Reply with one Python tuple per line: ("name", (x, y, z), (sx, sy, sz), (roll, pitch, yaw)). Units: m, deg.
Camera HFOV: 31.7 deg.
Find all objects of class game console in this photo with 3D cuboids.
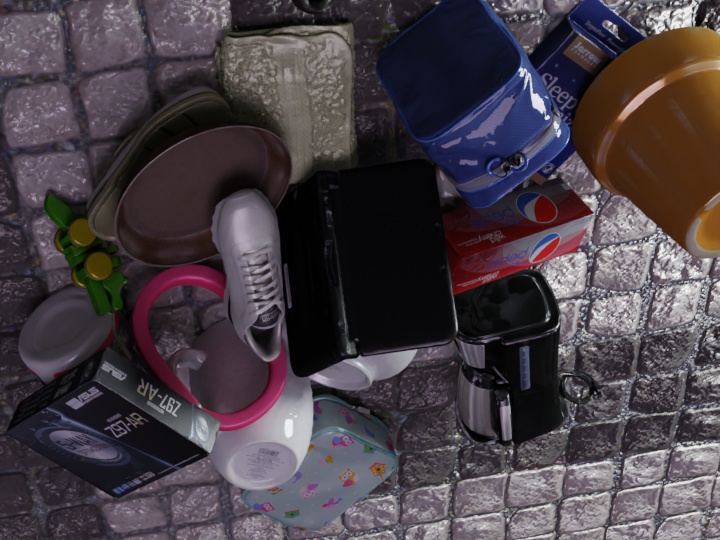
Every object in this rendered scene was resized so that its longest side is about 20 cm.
("game console", (0.000, 0.000, 1.360), (0.115, 0.203, 0.176), (1, 163, -30))

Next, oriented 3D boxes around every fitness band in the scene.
("fitness band", (-0.172, 0.085, 1.436), (0.143, 0.200, 0.037), (-37, 172, -21))

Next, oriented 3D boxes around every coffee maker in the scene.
("coffee maker", (0.203, 0.101, 1.593), (0.191, 0.135, 0.201), (-28, 138, -20))

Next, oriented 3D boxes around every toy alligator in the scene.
("toy alligator", (-0.279, 0.002, 1.383), (0.054, 0.202, 0.059), (-29, -176, -32))

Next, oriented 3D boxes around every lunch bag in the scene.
("lunch bag", (-0.060, 0.252, 1.683), (0.160, 0.078, 0.200), (32, 118, -33))
("lunch bag", (0.119, -0.162, 1.270), (0.135, 0.201, 0.132), (-35, 133, 12))

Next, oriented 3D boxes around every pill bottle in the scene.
("pill bottle", (-0.299, 0.124, 1.483), (0.118, 0.120, 0.201), (-21, 133, 7))

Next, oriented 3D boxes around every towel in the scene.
("towel", (-0.074, -0.167, 1.331), (0.146, 0.037, 0.202), (-7, 132, -6))

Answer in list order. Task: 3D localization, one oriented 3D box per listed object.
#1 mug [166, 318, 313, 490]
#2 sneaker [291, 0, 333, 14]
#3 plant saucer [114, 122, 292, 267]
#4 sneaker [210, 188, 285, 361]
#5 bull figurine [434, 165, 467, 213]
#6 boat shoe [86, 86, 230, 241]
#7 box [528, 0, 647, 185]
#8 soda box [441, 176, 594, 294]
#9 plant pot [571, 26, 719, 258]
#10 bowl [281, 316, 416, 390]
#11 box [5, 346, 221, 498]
("mug", (-0.148, 0.157, 1.509), (0.199, 0.176, 0.148), (27, 121, -31))
("sneaker", (-0.003, -0.314, 1.180), (0.073, 0.088, 0.200), (30, 119, -33))
("plant saucer", (-0.165, -0.083, 1.306), (0.199, 0.032, 0.201), (-25, 148, -16))
("sneaker", (-0.110, 0.004, 1.354), (0.076, 0.081, 0.202), (-16, 132, -12))
("bull figurine", (0.046, -0.035, 1.460), (0.120, 0.065, 0.201), (8, 127, -15))
("boat shoe", (-0.216, -0.123, 1.316), (0.200, 0.069, 0.075), (-42, 127, 16))
("box", (0.221, -0.193, 1.382), (0.120, 0.033, 0.200), (27, 120, -32))
("soda box", (0.164, -0.040, 1.426), (0.198, 0.070, 0.064), (-18, 145, -31))
("plant pot", (0.352, -0.121, 1.343), (0.198, 0.184, 0.201), (-16, 143, -13))
("bowl", (-0.022, 0.077, 1.463), (0.199, 0.091, 0.202), (14, 154, 7))
("box", (-0.274, 0.173, 1.403), (0.160, 0.044, 0.199), (37, 137, -25))
